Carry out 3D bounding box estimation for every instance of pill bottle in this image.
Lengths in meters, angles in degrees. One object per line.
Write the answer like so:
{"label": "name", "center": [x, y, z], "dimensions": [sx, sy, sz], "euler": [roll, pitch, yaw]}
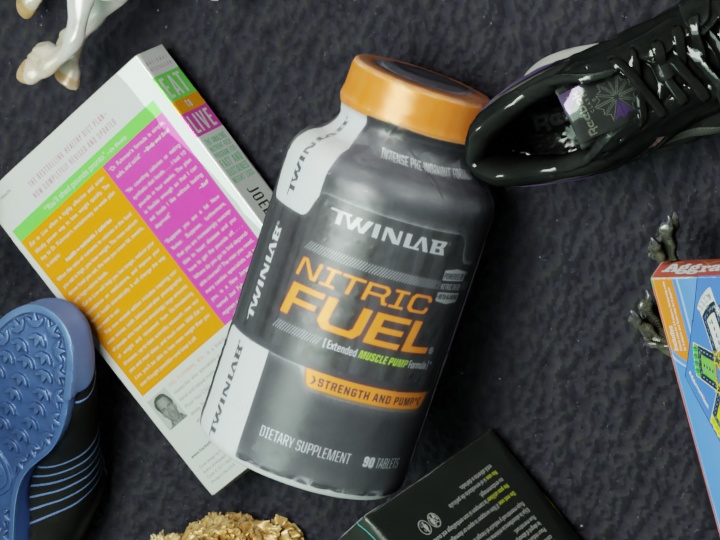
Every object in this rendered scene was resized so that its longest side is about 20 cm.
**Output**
{"label": "pill bottle", "center": [0.000, 0.000, 1.406], "dimensions": [0.106, 0.106, 0.201], "euler": [23, 103, 25]}

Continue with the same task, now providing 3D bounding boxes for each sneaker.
{"label": "sneaker", "center": [-0.171, 0.091, 1.582], "dimensions": [0.070, 0.078, 0.200], "euler": [34, 125, 21]}
{"label": "sneaker", "center": [0.135, -0.079, 1.309], "dimensions": [0.200, 0.088, 0.076], "euler": [-25, 93, 37]}

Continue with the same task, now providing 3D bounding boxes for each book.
{"label": "book", "center": [-0.089, 0.001, 1.519], "dimensions": [0.134, 0.048, 0.200], "euler": [-39, 85, 36]}

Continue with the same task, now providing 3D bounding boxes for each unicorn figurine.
{"label": "unicorn figurine", "center": [-0.132, -0.161, 1.467], "dimensions": [0.200, 0.074, 0.138], "euler": [43, 115, 21]}

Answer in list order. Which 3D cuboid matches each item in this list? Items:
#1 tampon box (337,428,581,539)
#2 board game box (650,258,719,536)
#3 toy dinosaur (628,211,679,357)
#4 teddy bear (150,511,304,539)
{"label": "tampon box", "center": [0.054, 0.213, 1.446], "dimensions": [0.200, 0.126, 0.150], "euler": [52, 127, 7]}
{"label": "board game box", "center": [0.204, 0.084, 1.335], "dimensions": [0.103, 0.019, 0.200], "euler": [-2, 119, 30]}
{"label": "toy dinosaur", "center": [0.170, 0.022, 1.352], "dimensions": [0.088, 0.047, 0.200], "euler": [29, 124, 15]}
{"label": "teddy bear", "center": [-0.062, 0.231, 1.570], "dimensions": [0.145, 0.067, 0.201], "euler": [18, 117, 25]}
